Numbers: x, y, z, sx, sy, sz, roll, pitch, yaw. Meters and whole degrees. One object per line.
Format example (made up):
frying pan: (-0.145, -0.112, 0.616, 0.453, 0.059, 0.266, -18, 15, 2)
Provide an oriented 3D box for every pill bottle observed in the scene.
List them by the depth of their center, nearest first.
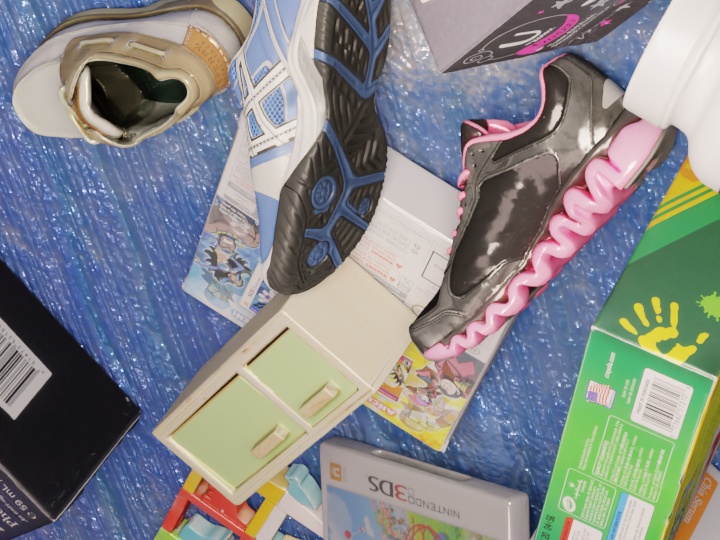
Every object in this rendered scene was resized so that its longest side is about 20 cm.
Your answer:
pill bottle: (0.233, -0.068, 1.177, 0.199, 0.113, 0.113, 30, 141, 8)

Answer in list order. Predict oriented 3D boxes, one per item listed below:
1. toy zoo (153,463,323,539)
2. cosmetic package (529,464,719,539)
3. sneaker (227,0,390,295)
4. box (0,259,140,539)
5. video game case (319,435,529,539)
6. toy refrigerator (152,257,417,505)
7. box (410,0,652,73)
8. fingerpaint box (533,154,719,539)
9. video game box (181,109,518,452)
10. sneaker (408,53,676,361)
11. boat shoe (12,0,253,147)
toy zoo: (-0.073, 0.190, 1.736, 0.131, 0.020, 0.200, 34, 141, 3)
cosmetic package: (0.206, 0.192, 1.465, 0.200, 0.102, 0.071, 43, 140, -9)
sneaker: (-0.033, -0.086, 1.366, 0.077, 0.075, 0.201, 20, 109, 37)
box: (-0.301, 0.095, 1.733, 0.200, 0.123, 0.198, 48, 141, -14)
video game case: (0.041, 0.223, 1.583, 0.181, 0.022, 0.201, 13, 110, 47)
toy refrigerator: (-0.050, 0.069, 1.491, 0.076, 0.070, 0.200, 41, 142, -6)
box: (0.103, -0.197, 1.110, 0.200, 0.114, 0.133, -35, 74, 49)
fingerpaint box: (0.166, 0.051, 1.303, 0.073, 0.167, 0.201, 23, 140, 13)
video game box: (0.000, 0.000, 1.473, 0.199, 0.047, 0.183, 32, 139, 6)
sneaker: (0.082, -0.037, 1.329, 0.095, 0.079, 0.200, 43, 115, 5)
boat shoe: (-0.150, -0.114, 1.453, 0.199, 0.068, 0.075, -16, 118, 45)
